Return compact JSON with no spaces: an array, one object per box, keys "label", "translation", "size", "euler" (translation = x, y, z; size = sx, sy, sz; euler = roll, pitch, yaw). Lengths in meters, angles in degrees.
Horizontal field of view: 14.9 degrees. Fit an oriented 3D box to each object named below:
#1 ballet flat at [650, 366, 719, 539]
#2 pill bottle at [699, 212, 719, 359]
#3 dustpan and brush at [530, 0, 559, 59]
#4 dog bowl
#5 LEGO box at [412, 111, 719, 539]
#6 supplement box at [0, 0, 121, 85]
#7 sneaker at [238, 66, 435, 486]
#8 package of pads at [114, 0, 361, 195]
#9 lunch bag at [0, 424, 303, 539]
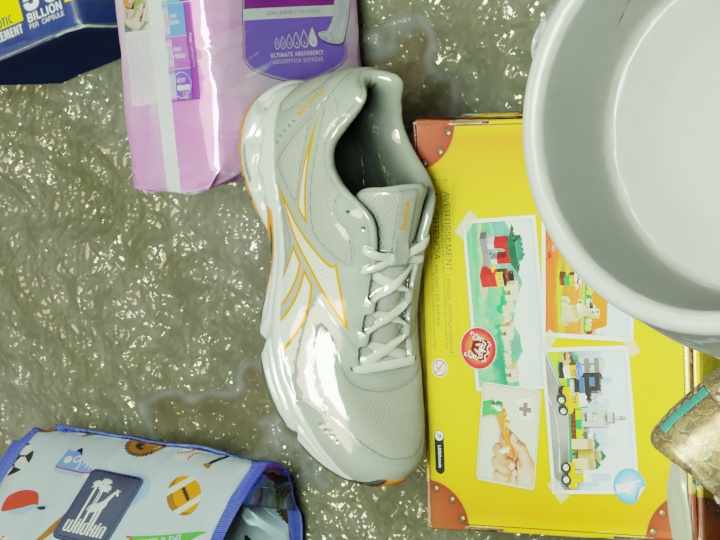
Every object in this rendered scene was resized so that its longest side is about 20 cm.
[{"label":"ballet flat","translation":[0.176,0.131,1.225],"size":[0.065,0.071,0.200],"euler":[-26,115,-3]},{"label":"pill bottle","translation":[0.253,0.024,1.181],"size":[0.200,0.113,0.113],"euler":[27,109,30]},{"label":"dustpan and brush","translation":[0.142,-0.161,1.251],"size":[0.140,0.057,0.200],"euler":[-98,29,-42]},{"label":"dog bowl","translation":[0.156,-0.061,1.143],"size":[0.200,0.059,0.201],"euler":[0,89,32]},{"label":"LEGO box","translation":[0.109,0.023,1.298],"size":[0.149,0.077,0.201],"euler":[1,95,34]},{"label":"supplement box","translation":[-0.176,-0.207,1.448],"size":[0.109,0.109,0.201],"euler":[-18,84,34]},{"label":"sneaker","translation":[0.000,0.000,1.286],"size":[0.092,0.076,0.201],"euler":[-21,80,53]},{"label":"package of pads","translation":[-0.061,-0.139,1.371],"size":[0.076,0.120,0.201],"euler":[-3,93,40]},{"label":"lunch bag","translation":[-0.125,0.187,1.450],"size":[0.170,0.124,0.201],"euler":[7,85,33]}]
